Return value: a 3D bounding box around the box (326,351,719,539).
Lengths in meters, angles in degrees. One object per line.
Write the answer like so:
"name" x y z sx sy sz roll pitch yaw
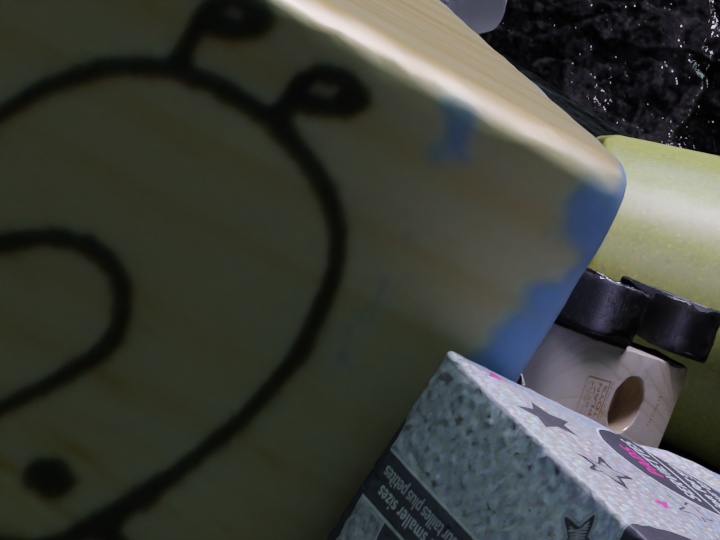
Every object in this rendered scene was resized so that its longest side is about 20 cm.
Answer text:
"box" 0.069 0.128 0.684 0.115 0.132 0.200 26 11 -36

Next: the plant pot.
"plant pot" 0.186 0.020 1.488 0.184 0.201 0.200 18 11 -4

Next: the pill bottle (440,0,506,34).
"pill bottle" -0.057 -0.091 0.942 0.200 0.111 0.111 -14 25 -13

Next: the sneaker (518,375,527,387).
"sneaker" -0.024 0.019 1.111 0.200 0.079 0.089 26 13 -25

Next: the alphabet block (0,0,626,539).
"alphabet block" -0.081 -0.018 0.792 0.200 0.196 0.196 26 9 -25

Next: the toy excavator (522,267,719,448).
"toy excavator" 0.023 0.024 1.244 0.200 0.100 0.194 21 3 36
